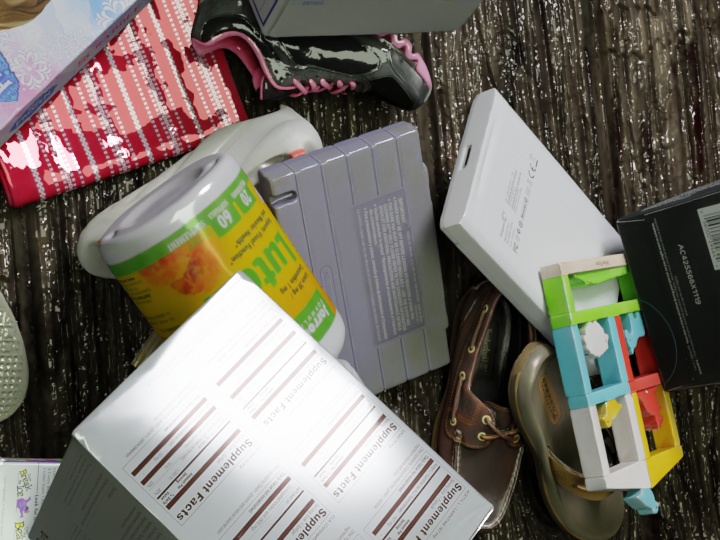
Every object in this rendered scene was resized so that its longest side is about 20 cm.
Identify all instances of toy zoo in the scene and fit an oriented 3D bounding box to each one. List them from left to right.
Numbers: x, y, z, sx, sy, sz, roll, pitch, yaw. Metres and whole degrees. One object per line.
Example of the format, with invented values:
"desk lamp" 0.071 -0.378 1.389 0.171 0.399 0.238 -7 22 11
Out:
"toy zoo" 0.201 0.090 1.017 0.130 0.020 0.203 -7 84 -51

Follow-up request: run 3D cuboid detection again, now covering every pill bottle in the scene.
"pill bottle" -0.079 0.031 0.894 0.111 0.111 0.201 -40 108 -19

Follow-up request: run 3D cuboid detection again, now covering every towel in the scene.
"towel" -0.193 -0.144 0.971 0.198 0.022 0.146 -21 93 -20

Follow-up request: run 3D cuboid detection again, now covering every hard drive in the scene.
"hard drive" 0.140 -0.027 1.019 0.200 0.026 0.133 43 49 -33

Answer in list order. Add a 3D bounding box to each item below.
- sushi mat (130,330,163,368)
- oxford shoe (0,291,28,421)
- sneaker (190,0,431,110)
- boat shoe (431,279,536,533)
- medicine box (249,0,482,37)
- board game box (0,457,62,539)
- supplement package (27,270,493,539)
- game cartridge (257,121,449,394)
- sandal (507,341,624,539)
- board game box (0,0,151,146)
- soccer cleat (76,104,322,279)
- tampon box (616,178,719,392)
"sushi mat" -0.082 0.019 1.000 0.095 0.012 0.201 38 74 -14
"oxford shoe" -0.298 0.018 0.903 0.075 0.057 0.201 -42 114 -25
"sneaker" -0.041 -0.161 0.996 0.198 0.079 0.096 26 74 -12
"boat shoe" 0.100 0.106 1.028 0.069 0.070 0.203 5 84 -20
"medicine box" -0.010 -0.283 0.957 0.180 0.103 0.202 -8 66 -33
"board game box" -0.158 0.185 0.908 0.197 0.103 0.107 5 82 -19
"supplement package" -0.066 0.149 0.772 0.200 0.191 0.147 43 56 3
"game cartridge" 0.000 0.000 0.981 0.128 0.038 0.202 -22 119 -25
"sandal" 0.173 0.140 1.021 0.081 0.053 0.201 -53 130 -38
"board game box" -0.261 -0.225 0.926 0.200 0.041 0.200 42 69 -4
"soccer cleat" -0.121 -0.057 0.972 0.198 0.078 0.070 -27 134 -5
"tampon box" 0.332 -0.008 1.062 0.199 0.126 0.152 -19 92 -39
